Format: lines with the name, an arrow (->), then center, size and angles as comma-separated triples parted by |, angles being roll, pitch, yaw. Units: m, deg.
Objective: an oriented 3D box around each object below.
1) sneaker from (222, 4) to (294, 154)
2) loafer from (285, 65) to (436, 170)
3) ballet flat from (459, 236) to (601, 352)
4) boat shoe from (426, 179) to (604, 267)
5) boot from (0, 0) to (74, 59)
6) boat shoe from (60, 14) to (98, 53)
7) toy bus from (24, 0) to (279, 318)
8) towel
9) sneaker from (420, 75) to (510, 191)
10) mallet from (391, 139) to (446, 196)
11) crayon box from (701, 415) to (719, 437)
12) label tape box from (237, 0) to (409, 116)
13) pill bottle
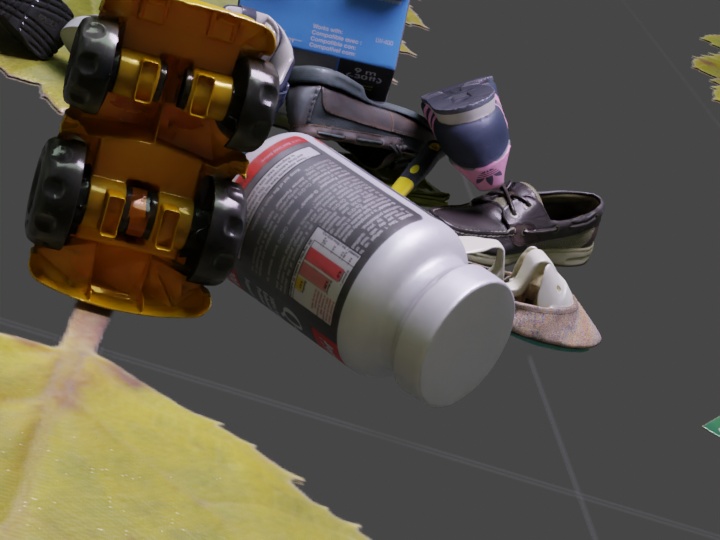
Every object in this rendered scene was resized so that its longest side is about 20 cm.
sneaker -> -0.126, -0.150, 1.522 | 0.076, 0.147, 0.202 | 2, 26, -39
loafer -> -0.001, -0.115, 1.656 | 0.071, 0.064, 0.199 | -2, -16, 37
ballet flat -> 0.106, 0.013, 1.454 | 0.198, 0.068, 0.068 | 11, 22, -28
boat shoe -> 0.126, -0.045, 1.627 | 0.199, 0.065, 0.073 | -1, 31, -46
boot -> -0.328, -0.260, 1.625 | 0.130, 0.068, 0.200 | 32, -16, 27
boat shoe -> -0.161, -0.189, 1.626 | 0.198, 0.071, 0.064 | 13, 57, 30
toy bus -> -0.142, -0.092, 1.292 | 0.134, 0.202, 0.192 | 13, 14, -14
towel -> -0.021, -0.088, 1.658 | 0.198, 0.018, 0.086 | 8, 25, -35
sneaker -> 0.092, -0.116, 1.651 | 0.069, 0.083, 0.200 | -16, 11, 7
mallet -> 0.043, -0.063, 1.588 | 0.065, 0.041, 0.200 | 28, 29, 15
crayon box -> 0.367, 0.133, 1.440 | 0.199, 0.052, 0.125 | 30, 21, 23
label tape box -> -0.039, -0.197, 1.663 | 0.143, 0.064, 0.200 | 12, -22, -3
pill bottle -> 0.000, 0.000, 1.306 | 0.199, 0.117, 0.115 | 35, 24, 32
